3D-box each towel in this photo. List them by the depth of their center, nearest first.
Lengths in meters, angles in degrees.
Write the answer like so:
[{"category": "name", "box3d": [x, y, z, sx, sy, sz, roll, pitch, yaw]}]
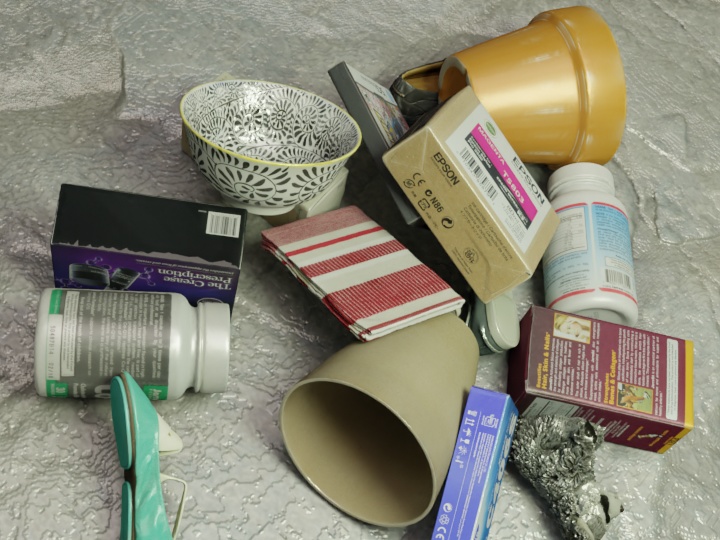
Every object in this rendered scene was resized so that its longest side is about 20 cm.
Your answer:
[{"category": "towel", "box3d": [0.000, 0.000, 1.277, 0.143, 0.023, 0.200, -17, 44, -35]}]

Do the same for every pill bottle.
[{"category": "pill bottle", "box3d": [-0.239, 0.079, 1.234, 0.197, 0.114, 0.115, 2, 60, -10]}, {"category": "pill bottle", "box3d": [0.271, -0.023, 1.402, 0.107, 0.109, 0.203, 7, 60, -8]}]

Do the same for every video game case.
[{"category": "video game case", "box3d": [0.044, -0.139, 1.373, 0.025, 0.180, 0.202, -30, 79, 15]}]

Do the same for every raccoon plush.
[{"category": "raccoon plush", "box3d": [0.188, 0.232, 1.279, 0.197, 0.097, 0.136, 2, 71, 23]}]

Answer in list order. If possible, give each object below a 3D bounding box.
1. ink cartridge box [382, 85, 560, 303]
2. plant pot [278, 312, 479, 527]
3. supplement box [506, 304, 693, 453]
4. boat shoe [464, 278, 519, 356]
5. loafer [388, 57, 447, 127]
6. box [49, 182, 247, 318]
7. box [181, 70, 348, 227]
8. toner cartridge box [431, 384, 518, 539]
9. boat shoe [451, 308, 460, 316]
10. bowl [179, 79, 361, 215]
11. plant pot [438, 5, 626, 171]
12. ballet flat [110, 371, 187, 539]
[{"category": "ink cartridge box", "box3d": [0.129, -0.089, 1.311, 0.201, 0.075, 0.165, 53, 32, -8]}, {"category": "plant pot", "box3d": [0.045, 0.133, 1.242, 0.186, 0.188, 0.200, 36, 46, 9]}, {"category": "supplement box", "box3d": [0.272, 0.125, 1.333, 0.197, 0.086, 0.112, 13, 60, -5]}, {"category": "boat shoe", "box3d": [0.143, 0.012, 1.376, 0.072, 0.061, 0.202, 33, 41, -37]}, {"category": "loafer", "box3d": [0.124, -0.244, 1.515, 0.198, 0.073, 0.073, -24, 67, -24]}, {"category": "box", "box3d": [-0.229, -0.015, 1.271, 0.197, 0.142, 0.080, 8, 64, -7]}, {"category": "box", "box3d": [-0.116, -0.132, 1.390, 0.199, 0.095, 0.078, 39, 62, 12]}, {"category": "toner cartridge box", "box3d": [0.115, 0.228, 1.200, 0.043, 0.095, 0.203, 12, 76, 19]}, {"category": "boat shoe", "box3d": [0.018, 0.022, 1.345, 0.198, 0.072, 0.060, 27, 55, 9]}, {"category": "bowl", "box3d": [-0.104, -0.123, 1.268, 0.197, 0.095, 0.202, 10, 32, -6]}, {"category": "plant pot", "box3d": [0.200, -0.214, 1.443, 0.180, 0.201, 0.203, -11, 64, -15]}, {"category": "ballet flat", "box3d": [-0.212, 0.202, 1.177, 0.069, 0.067, 0.204, -2, 86, -26]}]
